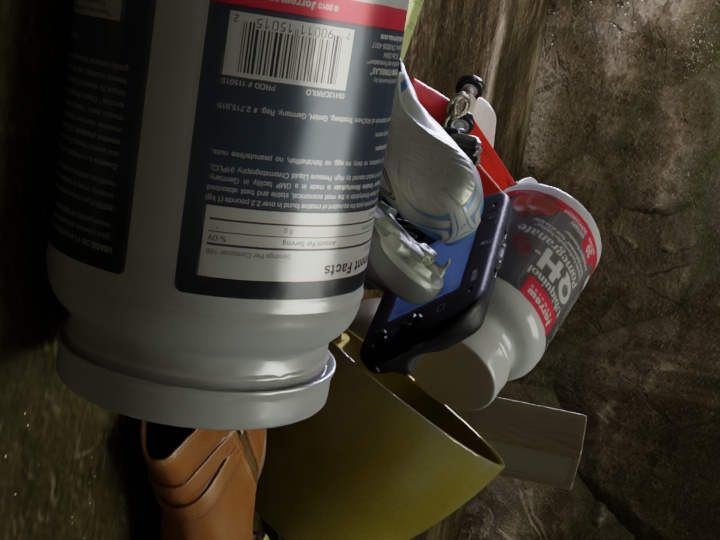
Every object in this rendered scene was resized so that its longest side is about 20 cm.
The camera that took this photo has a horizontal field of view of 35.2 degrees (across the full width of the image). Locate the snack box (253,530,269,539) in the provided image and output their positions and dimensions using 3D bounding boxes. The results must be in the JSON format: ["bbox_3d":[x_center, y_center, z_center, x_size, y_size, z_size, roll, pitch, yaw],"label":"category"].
[{"bbox_3d":[-0.101,0.289,0.848,0.200,0.053,0.143,83,23,-58],"label":"snack box"}]

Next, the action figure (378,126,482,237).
[{"bbox_3d":[0.042,-0.083,1.011,0.119,0.102,0.200,-61,-175,14],"label":"action figure"}]

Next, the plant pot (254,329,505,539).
[{"bbox_3d":[-0.009,0.144,0.887,0.142,0.200,0.200,-52,169,3],"label":"plant pot"}]

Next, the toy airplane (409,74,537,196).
[{"bbox_3d":[0.107,-0.104,1.248,0.200,0.141,0.200,-4,79,-57],"label":"toy airplane"}]

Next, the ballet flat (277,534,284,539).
[{"bbox_3d":[-0.041,0.242,1.058,0.200,0.062,0.068,85,5,-57],"label":"ballet flat"}]

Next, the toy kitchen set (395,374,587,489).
[{"bbox_3d":[0.126,0.102,1.085,0.163,0.180,0.201,84,19,-57],"label":"toy kitchen set"}]

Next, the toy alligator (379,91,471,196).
[{"bbox_3d":[0.061,-0.089,1.109,0.059,0.054,0.200,37,86,-35],"label":"toy alligator"}]

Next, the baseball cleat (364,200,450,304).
[{"bbox_3d":[0.000,0.000,0.833,0.107,0.070,0.200,-50,-159,9],"label":"baseball cleat"}]

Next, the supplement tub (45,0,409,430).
[{"bbox_3d":[-0.060,-0.047,0.493,0.140,0.140,0.201,-36,136,-73],"label":"supplement tub"}]

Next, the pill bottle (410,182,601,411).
[{"bbox_3d":[0.119,0.023,0.960,0.200,0.110,0.111,-50,153,-40],"label":"pill bottle"}]

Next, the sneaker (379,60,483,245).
[{"bbox_3d":[0.024,-0.098,0.837,0.200,0.072,0.073,59,-11,32],"label":"sneaker"}]

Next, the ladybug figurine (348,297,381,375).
[{"bbox_3d":[-0.004,0.099,1.078,0.200,0.072,0.136,81,22,-58],"label":"ladybug figurine"}]

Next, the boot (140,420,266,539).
[{"bbox_3d":[-0.094,0.143,0.668,0.155,0.076,0.201,85,17,-60],"label":"boot"}]

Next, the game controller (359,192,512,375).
[{"bbox_3d":[0.061,0.004,0.848,0.104,0.042,0.200,-37,-165,29],"label":"game controller"}]

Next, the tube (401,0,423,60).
[{"bbox_3d":[0.009,-0.162,0.950,0.058,0.052,0.201,13,95,-50],"label":"tube"}]
